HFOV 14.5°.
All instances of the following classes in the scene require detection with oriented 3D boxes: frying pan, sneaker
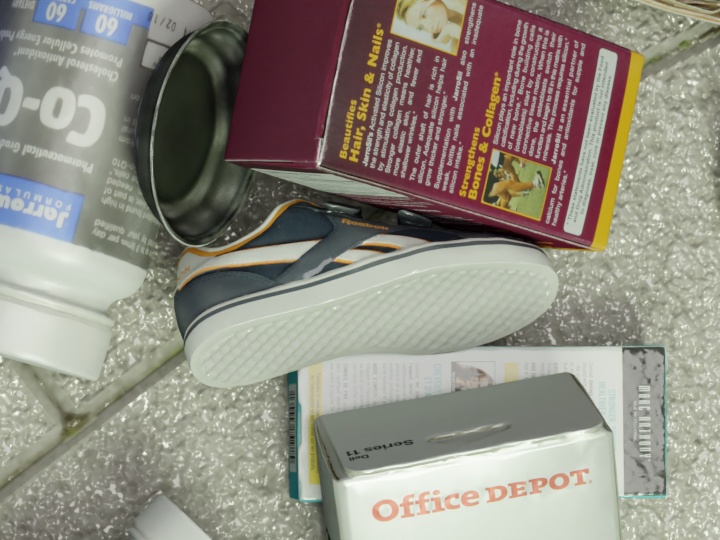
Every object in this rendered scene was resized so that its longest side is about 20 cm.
[{"bbox_3d":[-0.066,-0.095,1.453,0.031,0.115,0.190,10,47,25],"label":"frying pan"},{"bbox_3d":[0.000,0.000,1.472,0.199,0.079,0.080,-9,50,-14],"label":"sneaker"}]

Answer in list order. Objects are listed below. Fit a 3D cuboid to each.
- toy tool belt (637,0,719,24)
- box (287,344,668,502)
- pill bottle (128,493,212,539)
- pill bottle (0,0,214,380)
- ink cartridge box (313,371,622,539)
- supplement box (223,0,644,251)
[{"bbox_3d":[0.213,-0.194,1.515,0.199,0.123,0.125,5,86,-8],"label":"toy tool belt"},{"bbox_3d":[0.062,0.081,1.516,0.199,0.049,0.083,0,87,-8],"label":"box"},{"bbox_3d":[-0.140,0.216,1.450,0.112,0.112,0.200,44,82,-3],"label":"pill bottle"},{"bbox_3d":[-0.154,-0.051,1.462,0.113,0.114,0.201,16,84,-7],"label":"pill bottle"},{"bbox_3d":[0.060,0.165,1.459,0.146,0.083,0.201,-9,112,-8],"label":"ink cartridge box"},{"bbox_3d":[0.040,-0.084,1.462,0.200,0.086,0.111,16,83,-37],"label":"supplement box"}]
